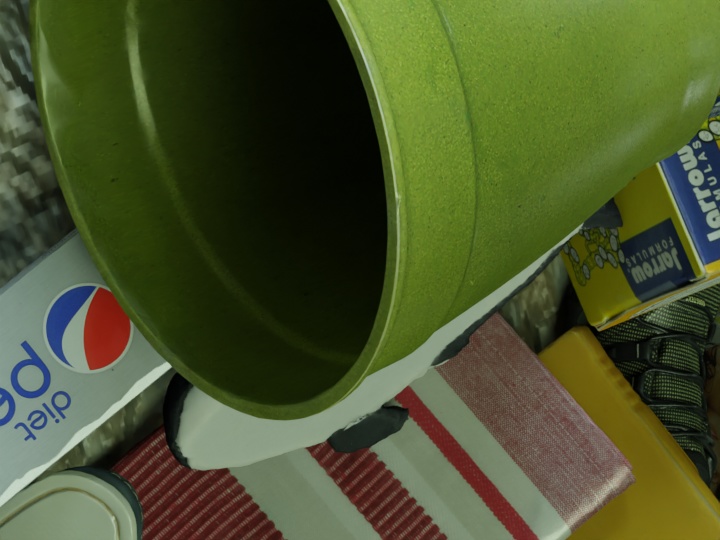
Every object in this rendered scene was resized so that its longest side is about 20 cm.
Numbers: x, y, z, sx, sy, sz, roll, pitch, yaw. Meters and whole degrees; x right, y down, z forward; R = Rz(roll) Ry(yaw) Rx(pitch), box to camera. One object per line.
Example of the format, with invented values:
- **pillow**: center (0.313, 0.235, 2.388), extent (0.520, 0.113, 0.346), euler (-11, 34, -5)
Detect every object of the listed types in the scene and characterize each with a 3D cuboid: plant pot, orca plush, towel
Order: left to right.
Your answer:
- **towel**: center (-0.007, 0.094, 1.067), extent (0.200, 0.144, 0.023), euler (-39, 172, -7)
- **orca plush**: center (0.000, 0.000, 1.037), extent (0.200, 0.071, 0.105), euler (-43, 135, 9)
- **plant pot**: center (0.020, -0.073, 0.910), extent (0.193, 0.200, 0.200), euler (-21, 125, -35)

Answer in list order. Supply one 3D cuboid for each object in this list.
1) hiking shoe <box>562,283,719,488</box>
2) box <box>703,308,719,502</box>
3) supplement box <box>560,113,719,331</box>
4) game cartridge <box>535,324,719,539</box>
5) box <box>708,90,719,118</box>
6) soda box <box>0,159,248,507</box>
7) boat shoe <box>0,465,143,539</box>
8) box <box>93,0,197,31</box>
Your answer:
- **hiking shoe**: center (0.133, 0.061, 1.150), extent (0.076, 0.101, 0.200), euler (11, 109, -39)
- **box**: center (0.162, 0.119, 1.221), extent (0.050, 0.075, 0.200), euler (1, 113, -35)
- **supplement box**: center (0.180, -0.066, 1.083), extent (0.200, 0.109, 0.110), euler (-21, 85, -23)
- **game cartridge**: center (0.087, 0.153, 1.109), extent (0.176, 0.200, 0.032), euler (-38, 173, 15)
- **box**: center (0.208, -0.119, 1.008), extent (0.200, 0.070, 0.064), euler (-17, 80, -22)
- **soda box**: center (-0.132, 0.044, 0.977), extent (0.200, 0.068, 0.063), euler (-40, 96, -10)
- **boat shoe**: center (-0.130, 0.151, 1.032), extent (0.062, 0.075, 0.200), euler (-37, 153, -58)
- **box**: center (-0.058, -0.186, 0.932), extent (0.041, 0.039, 0.200), euler (7, 111, -36)
